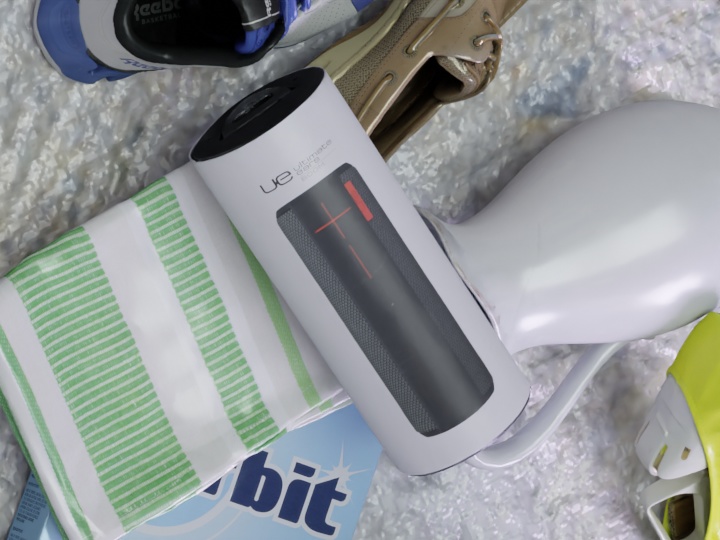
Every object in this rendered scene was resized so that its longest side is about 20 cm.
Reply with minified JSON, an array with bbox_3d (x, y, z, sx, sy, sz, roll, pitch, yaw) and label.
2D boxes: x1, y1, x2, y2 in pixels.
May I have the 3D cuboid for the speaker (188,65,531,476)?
[{"bbox_3d":[0.000,0.000,1.456,0.081,0.081,0.200,-39,109,-19],"label":"speaker"}]

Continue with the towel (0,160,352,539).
[{"bbox_3d":[-0.087,0.034,1.465,0.200,0.023,0.153,-30,106,-23],"label":"towel"}]

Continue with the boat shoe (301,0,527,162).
[{"bbox_3d":[0.043,-0.114,1.533,0.200,0.065,0.071,-43,151,-11],"label":"boat shoe"}]

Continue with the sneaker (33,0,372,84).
[{"bbox_3d":[-0.051,-0.138,1.465,0.199,0.115,0.081,-21,105,-25],"label":"sneaker"}]

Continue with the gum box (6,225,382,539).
[{"bbox_3d":[-0.078,0.097,1.513,0.170,0.045,0.201,21,85,-27],"label":"gum box"}]

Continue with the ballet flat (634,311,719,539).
[{"bbox_3d":[0.183,0.104,1.608,0.067,0.067,0.200,-19,139,-7],"label":"ballet flat"}]

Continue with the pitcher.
[{"bbox_3d":[0.123,0.007,1.579,0.200,0.121,0.172,-23,127,-23],"label":"pitcher"}]
